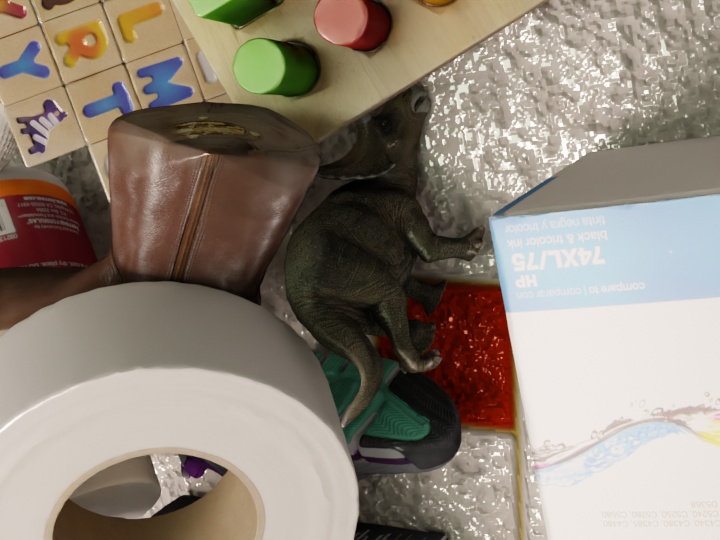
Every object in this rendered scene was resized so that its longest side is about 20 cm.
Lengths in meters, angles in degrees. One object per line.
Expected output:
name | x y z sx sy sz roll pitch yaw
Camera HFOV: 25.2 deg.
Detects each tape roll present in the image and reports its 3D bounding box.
tape roll | -0.103 0.107 0.789 0.202 0.071 0.203 -7 125 -10

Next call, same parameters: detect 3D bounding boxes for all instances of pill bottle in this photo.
pill bottle | -0.186 0.051 0.907 0.113 0.113 0.200 -39 64 31

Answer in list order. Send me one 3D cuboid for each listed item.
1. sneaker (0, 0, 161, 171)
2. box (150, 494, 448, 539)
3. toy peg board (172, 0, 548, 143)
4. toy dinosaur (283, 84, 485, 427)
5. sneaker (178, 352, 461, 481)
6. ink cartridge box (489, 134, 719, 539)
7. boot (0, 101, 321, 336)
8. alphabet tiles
sneaker | -0.150 -0.114 0.864 0.088 0.076 0.200 38 94 3
box | -0.046 0.249 0.935 0.182 0.104 0.201 5 107 25
toy peg board | -0.016 -0.183 0.754 0.199 0.098 0.200 -30 91 11
toy dinosaur | 0.000 0.000 0.821 0.102 0.200 0.077 28 146 -8
sneaker | -0.027 0.096 0.909 0.200 0.074 0.088 10 127 32
ink cartridge box | 0.166 0.048 0.738 0.146 0.147 0.201 -5 102 28
boot | -0.124 -0.018 0.776 0.186 0.064 0.200 3 149 -11
alphabet tiles | -0.108 -0.114 0.841 0.167 0.008 0.201 -22 102 -12
